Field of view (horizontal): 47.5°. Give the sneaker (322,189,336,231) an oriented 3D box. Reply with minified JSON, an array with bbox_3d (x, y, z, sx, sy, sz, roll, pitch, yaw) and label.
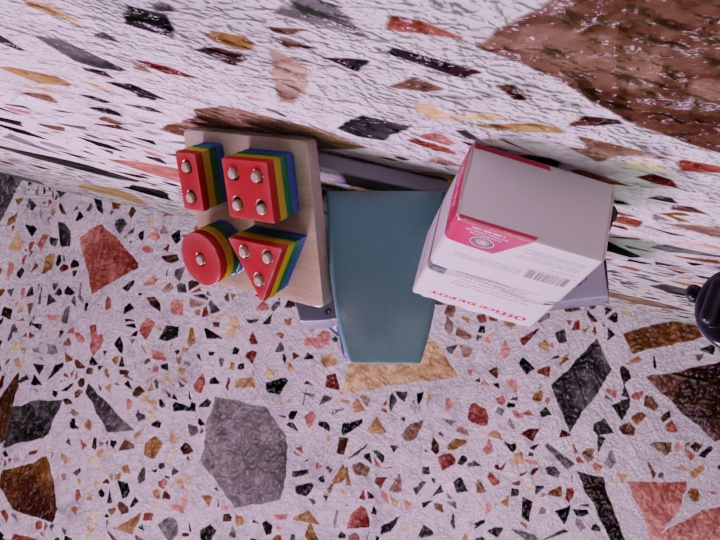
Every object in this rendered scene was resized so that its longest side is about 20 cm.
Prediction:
[{"bbox_3d":[-0.033,-0.097,1.201,0.072,0.071,0.200,32,-169,13],"label":"sneaker"}]

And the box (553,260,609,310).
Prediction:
[{"bbox_3d":[0.290,0.014,1.257,0.174,0.098,0.200,-8,172,17],"label":"box"}]

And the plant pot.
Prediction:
[{"bbox_3d":[0.030,0.011,1.011,0.139,0.204,0.141,0,179,1],"label":"plant pot"}]

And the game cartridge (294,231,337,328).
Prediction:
[{"bbox_3d":[0.000,0.000,1.114,0.197,0.135,0.041,-19,151,1],"label":"game cartridge"}]

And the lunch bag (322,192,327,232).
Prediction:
[{"bbox_3d":[-0.013,-0.035,1.330,0.198,0.078,0.161,32,-154,0],"label":"lunch bag"}]

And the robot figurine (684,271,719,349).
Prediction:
[{"bbox_3d":[0.570,0.062,1.201,0.198,0.152,0.124,15,135,-46],"label":"robot figurine"}]

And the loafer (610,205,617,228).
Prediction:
[{"bbox_3d":[0.187,-0.056,0.933,0.198,0.072,0.073,12,178,33],"label":"loafer"}]

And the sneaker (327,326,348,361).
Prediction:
[{"bbox_3d":[-0.054,0.044,1.184,0.144,0.203,0.081,-7,150,19],"label":"sneaker"}]

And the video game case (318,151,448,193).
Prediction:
[{"bbox_3d":[0.006,-0.119,1.079,0.197,0.022,0.182,12,178,-4],"label":"video game case"}]

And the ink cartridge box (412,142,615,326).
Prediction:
[{"bbox_3d":[0.147,-0.027,0.831,0.143,0.086,0.200,16,157,-2],"label":"ink cartridge box"}]

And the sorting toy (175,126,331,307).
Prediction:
[{"bbox_3d":[-0.140,-0.058,0.973,0.198,0.202,0.069,11,-153,34],"label":"sorting toy"}]

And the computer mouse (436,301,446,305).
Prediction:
[{"bbox_3d":[0.142,-0.024,1.084,0.046,0.142,0.199,30,162,-24],"label":"computer mouse"}]
